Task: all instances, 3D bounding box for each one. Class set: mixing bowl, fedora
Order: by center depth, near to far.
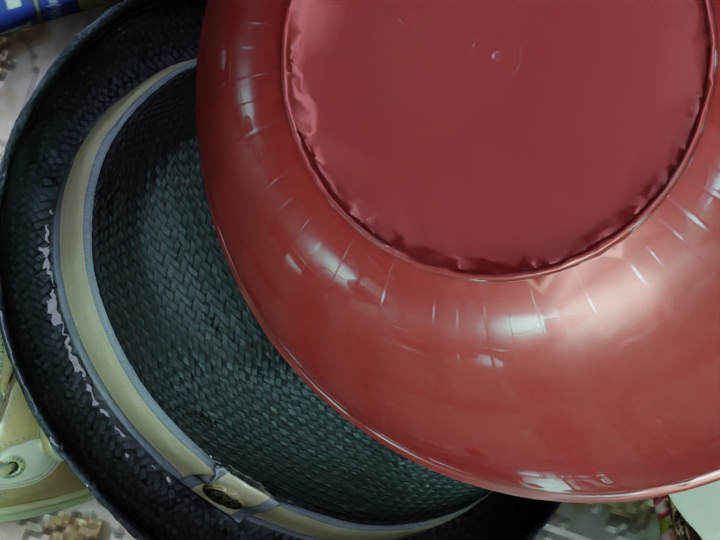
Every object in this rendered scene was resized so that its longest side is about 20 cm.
[{"bbox_3d":[0.041,-0.045,0.597,0.199,0.108,0.202,-1,87,14],"label":"mixing bowl"},{"bbox_3d":[0.000,0.000,0.725,0.199,0.091,0.202,6,77,-26],"label":"fedora"}]

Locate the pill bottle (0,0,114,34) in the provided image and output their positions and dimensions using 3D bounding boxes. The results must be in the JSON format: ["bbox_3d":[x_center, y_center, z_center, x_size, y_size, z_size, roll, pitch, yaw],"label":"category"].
[{"bbox_3d":[-0.102,-0.132,0.754,0.199,0.120,0.120,-17,83,-5],"label":"pill bottle"}]

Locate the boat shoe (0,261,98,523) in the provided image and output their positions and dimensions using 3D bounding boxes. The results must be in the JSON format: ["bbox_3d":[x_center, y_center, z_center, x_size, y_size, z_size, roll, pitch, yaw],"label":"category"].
[{"bbox_3d":[-0.130,0.027,0.728,0.199,0.063,0.074,4,64,-25],"label":"boat shoe"}]

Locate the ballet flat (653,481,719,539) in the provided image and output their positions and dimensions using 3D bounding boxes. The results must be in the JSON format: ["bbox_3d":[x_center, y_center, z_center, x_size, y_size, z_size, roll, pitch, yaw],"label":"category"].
[{"bbox_3d":[0.096,0.005,0.699,0.075,0.064,0.201,-21,81,37],"label":"ballet flat"}]
